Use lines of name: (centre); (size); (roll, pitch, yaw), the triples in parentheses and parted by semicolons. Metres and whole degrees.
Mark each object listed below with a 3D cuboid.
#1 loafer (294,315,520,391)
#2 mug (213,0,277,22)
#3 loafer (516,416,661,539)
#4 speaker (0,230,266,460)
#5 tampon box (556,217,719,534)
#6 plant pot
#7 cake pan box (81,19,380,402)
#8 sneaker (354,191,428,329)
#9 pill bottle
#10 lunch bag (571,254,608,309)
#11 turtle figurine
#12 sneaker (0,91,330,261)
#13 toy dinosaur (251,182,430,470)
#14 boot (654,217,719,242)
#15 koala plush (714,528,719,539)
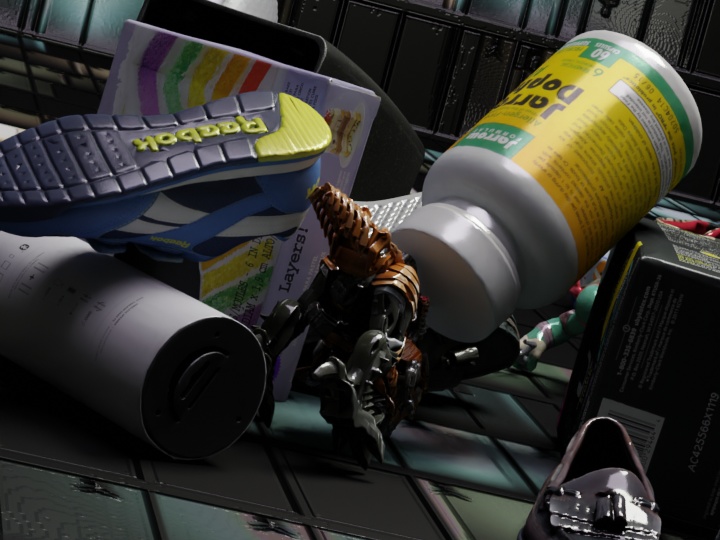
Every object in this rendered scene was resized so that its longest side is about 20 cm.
loafer: (0.015, 0.053, 1.741); (0.199, 0.072, 0.063); (5, 29, -21)
mug: (-0.177, -0.291, 3.314); (0.147, 0.176, 0.200); (15, 8, 4)
loafer: (0.122, 0.122, 1.411); (0.071, 0.063, 0.200); (14, 8, 0)
speaker: (-0.137, 0.036, 1.474); (0.081, 0.082, 0.200); (8, 10, -39)
tampon box: (0.201, 0.063, 1.651); (0.126, 0.151, 0.200); (17, 8, 0)
plant pot: (-0.071, -0.073, 2.002); (0.200, 0.200, 0.177); (22, 0, 44)
cake pan box: (-0.094, -0.034, 1.608); (0.184, 0.201, 0.052); (22, 5, 42)
sneaker: (0.000, 0.000, 1.684); (0.199, 0.080, 0.079); (-4, 37, -20)
pill bottle: (0.108, -0.048, 1.628); (0.112, 0.113, 0.200); (21, 50, 38)
lunch bag: (0.284, 0.026, 2.350); (0.199, 0.076, 0.160); (14, 6, 1)
turtle figurine: (0.195, 0.050, 1.955); (0.149, 0.101, 0.200); (20, 4, 35)
sneaker: (-0.114, -0.039, 1.469); (0.199, 0.083, 0.074); (-7, 43, -16)
toy dinosaur: (-0.010, 0.028, 1.527); (0.102, 0.136, 0.200); (2, -45, 42)
boot: (0.247, 0.048, 1.835); (0.199, 0.151, 0.073); (9, 10, -36)
koala plush: (0.306, 0.128, 1.407); (0.199, 0.184, 0.177); (29, 11, 11)
